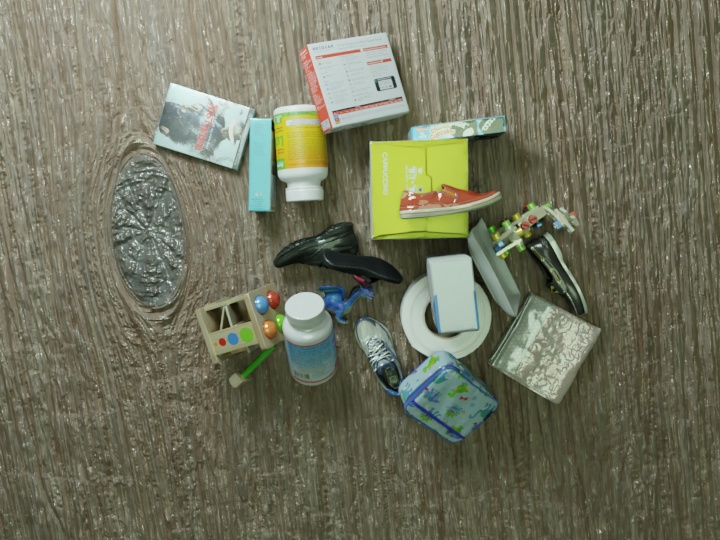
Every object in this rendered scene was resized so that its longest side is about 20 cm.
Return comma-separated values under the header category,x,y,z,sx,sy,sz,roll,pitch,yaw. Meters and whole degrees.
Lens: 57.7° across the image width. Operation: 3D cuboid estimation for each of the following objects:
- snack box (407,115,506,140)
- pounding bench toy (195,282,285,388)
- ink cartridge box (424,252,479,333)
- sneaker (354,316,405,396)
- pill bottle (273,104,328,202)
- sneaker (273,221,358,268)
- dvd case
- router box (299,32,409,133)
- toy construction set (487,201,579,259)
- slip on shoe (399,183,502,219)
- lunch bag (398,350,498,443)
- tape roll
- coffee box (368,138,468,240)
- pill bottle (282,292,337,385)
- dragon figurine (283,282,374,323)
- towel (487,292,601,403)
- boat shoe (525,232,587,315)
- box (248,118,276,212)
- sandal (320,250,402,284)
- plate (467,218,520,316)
category,x,y,z,sx,sy,sz,roll,pitch,yaw
snack box,0.205,-0.298,1.417,0.200,0.116,0.037,-6,94,1
pounding bench toy,-0.235,0.147,1.428,0.156,0.124,0.200,-16,94,21
ink cartridge box,0.184,0.041,1.332,0.085,0.200,0.145,-7,94,5
sneaker,0.051,0.196,1.471,0.077,0.085,0.200,-29,93,3
pill bottle,-0.128,-0.252,1.426,0.111,0.111,0.200,-4,94,1
sneaker,-0.098,-0.038,1.464,0.200,0.076,0.091,-20,102,5
dvd case,-0.351,-0.323,1.469,0.200,0.022,0.146,18,94,-1
router box,-0.010,-0.403,1.401,0.200,0.049,0.180,-18,94,-27
toy construction set,0.365,-0.096,1.419,0.200,0.131,0.092,-19,93,-2
slip on shoe,0.172,-0.138,1.257,0.200,0.074,0.061,-6,91,3
lunch bag,0.192,0.285,1.442,0.161,0.082,0.200,-43,119,12
tape roll,0.189,0.099,1.470,0.202,0.071,0.203,0,95,0
coffee box,0.118,-0.167,1.386,0.200,0.198,0.200,-1,94,1
pill bottle,-0.110,0.147,1.412,0.109,0.109,0.200,-3,131,1
dragon figurine,-0.067,0.063,1.473,0.200,0.059,0.100,8,93,9
towel,0.421,0.176,1.492,0.191,0.032,0.200,29,95,-2
boat shoe,0.439,0.016,1.462,0.061,0.072,0.201,-27,86,2
box,-0.216,-0.230,1.444,0.049,0.082,0.200,2,94,1
sandal,0.000,0.000,1.449,0.200,0.075,0.045,12,121,-24
plate,0.283,-0.007,1.403,0.032,0.200,0.200,-27,94,19
